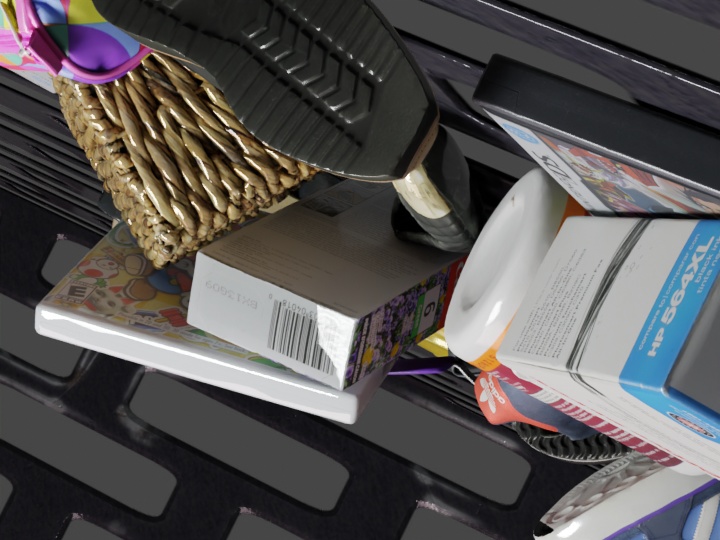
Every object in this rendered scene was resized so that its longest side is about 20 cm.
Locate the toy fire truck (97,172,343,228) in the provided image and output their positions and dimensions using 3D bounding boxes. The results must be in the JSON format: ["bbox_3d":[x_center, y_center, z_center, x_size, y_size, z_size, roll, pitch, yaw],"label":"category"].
[{"bbox_3d":[-0.107,-0.049,1.682,0.175,0.129,0.200,27,-174,-13],"label":"toy fire truck"}]

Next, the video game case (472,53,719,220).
[{"bbox_3d":[0.165,-0.022,1.027,0.199,0.026,0.181,24,174,29],"label":"video game case"}]

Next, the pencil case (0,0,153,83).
[{"bbox_3d":[-0.165,-0.140,1.192,0.088,0.089,0.200,29,175,-26],"label":"pencil case"}]

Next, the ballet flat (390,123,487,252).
[{"bbox_3d":[0.035,-0.036,1.273,0.057,0.067,0.200,-16,170,5],"label":"ballet flat"}]

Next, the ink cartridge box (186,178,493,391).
[{"bbox_3d":[0.000,0.000,1.375,0.109,0.051,0.200,23,-153,24],"label":"ink cartridge box"}]

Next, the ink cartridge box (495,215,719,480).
[{"bbox_3d":[0.167,0.042,1.045,0.146,0.085,0.200,28,175,-16],"label":"ink cartridge box"}]

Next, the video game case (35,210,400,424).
[{"bbox_3d":[-0.066,0.015,1.407,0.199,0.023,0.182,15,-151,13],"label":"video game case"}]

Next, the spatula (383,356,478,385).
[{"bbox_3d":[0.089,0.073,1.386,0.199,0.021,0.057,14,-171,10],"label":"spatula"}]

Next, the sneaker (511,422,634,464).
[{"bbox_3d":[0.195,0.093,1.503,0.199,0.070,0.090,-6,162,31],"label":"sneaker"}]

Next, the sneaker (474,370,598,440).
[{"bbox_3d":[0.145,0.061,1.337,0.199,0.075,0.084,8,146,-41],"label":"sneaker"}]

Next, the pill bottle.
[{"bbox_3d":[0.152,0.037,1.204,0.199,0.110,0.110,28,175,-10],"label":"pill bottle"}]

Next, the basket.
[{"bbox_3d":[-0.084,-0.098,1.319,0.143,0.149,0.200,59,173,-1],"label":"basket"}]

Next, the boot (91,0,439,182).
[{"bbox_3d":[-0.013,-0.089,1.067,0.200,0.078,0.138,39,-173,35],"label":"boot"}]

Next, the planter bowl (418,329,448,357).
[{"bbox_3d":[0.079,0.022,1.566,0.200,0.084,0.200,26,174,3],"label":"planter bowl"}]

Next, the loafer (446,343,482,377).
[{"bbox_3d":[0.105,0.024,1.392,0.068,0.071,0.200,30,160,-12],"label":"loafer"}]

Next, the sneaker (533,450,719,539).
[{"bbox_3d":[0.212,0.157,1.298,0.147,0.199,0.081,63,174,-6],"label":"sneaker"}]

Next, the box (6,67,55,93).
[{"bbox_3d":[-0.244,-0.170,1.518,0.155,0.041,0.200,28,174,-13],"label":"box"}]
